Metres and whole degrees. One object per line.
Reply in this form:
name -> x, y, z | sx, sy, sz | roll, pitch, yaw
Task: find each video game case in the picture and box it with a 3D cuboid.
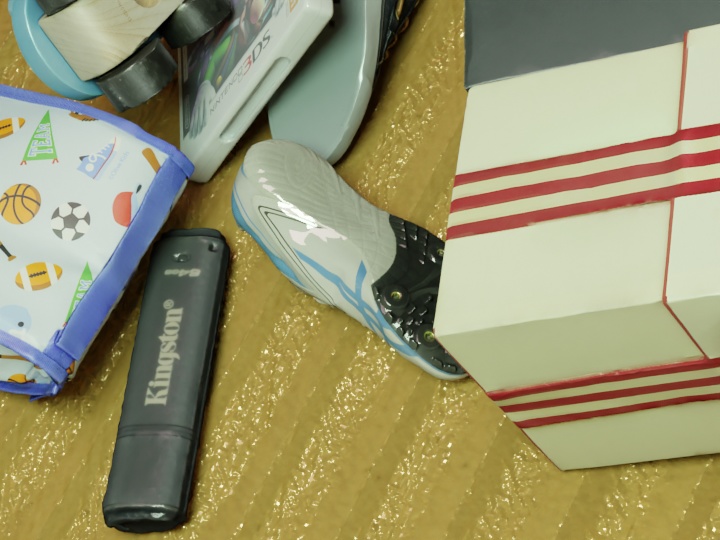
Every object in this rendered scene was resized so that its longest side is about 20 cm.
video game case -> -0.073, -0.186, 1.376 | 0.182, 0.023, 0.201 | -48, 37, 45

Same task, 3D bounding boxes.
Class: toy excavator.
toy excavator -> -0.175, -0.179, 1.395 | 0.199, 0.100, 0.195 | -13, 31, 46

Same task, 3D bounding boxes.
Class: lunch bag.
lunch bag -> -0.213, -0.017, 1.341 | 0.199, 0.124, 0.171 | 11, 63, 38

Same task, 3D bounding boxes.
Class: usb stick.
usb stick -> -0.116, 0.064, 1.298 | 0.055, 0.033, 0.201 | -6, 57, 22

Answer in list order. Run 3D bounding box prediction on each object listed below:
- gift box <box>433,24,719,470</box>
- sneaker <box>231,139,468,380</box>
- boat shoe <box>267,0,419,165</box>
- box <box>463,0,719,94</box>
gift box -> 0.163, 0.008, 1.119 | 0.186, 0.184, 0.201 | -11, 59, 29
sneaker -> 0.000, 0.000, 1.275 | 0.072, 0.073, 0.200 | -30, 59, -32
boat shoe -> 0.003, -0.159, 1.369 | 0.071, 0.091, 0.201 | 13, 92, 31
box -> 0.173, -0.113, 1.209 | 0.199, 0.141, 0.079 | -10, 55, 20
